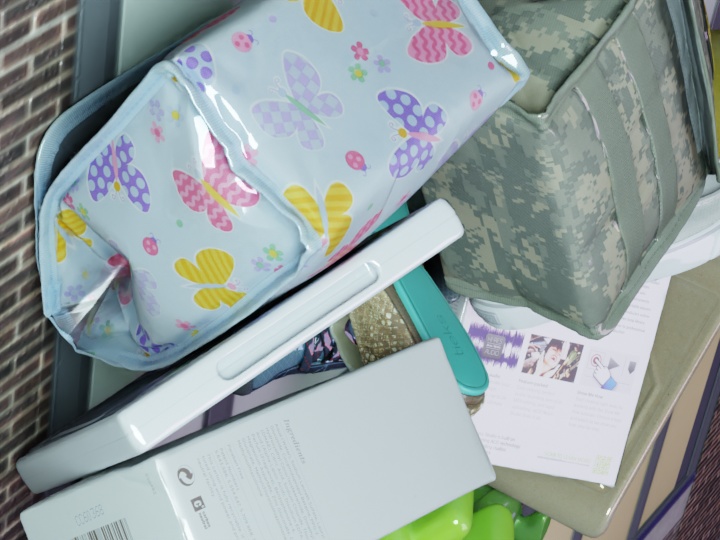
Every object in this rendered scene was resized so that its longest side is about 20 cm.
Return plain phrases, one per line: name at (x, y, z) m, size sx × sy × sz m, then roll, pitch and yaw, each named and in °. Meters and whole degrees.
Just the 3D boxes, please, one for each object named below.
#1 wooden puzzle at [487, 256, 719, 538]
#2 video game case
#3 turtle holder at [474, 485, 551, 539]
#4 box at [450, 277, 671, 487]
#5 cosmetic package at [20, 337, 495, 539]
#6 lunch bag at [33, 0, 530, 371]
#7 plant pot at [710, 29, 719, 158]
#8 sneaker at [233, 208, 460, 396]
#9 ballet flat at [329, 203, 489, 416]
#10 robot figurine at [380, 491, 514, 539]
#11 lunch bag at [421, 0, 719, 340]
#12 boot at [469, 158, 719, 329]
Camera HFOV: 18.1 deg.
wooden puzzle at (0.129, 0.051, 1.465) m, size 0.201 × 0.185 × 0.037 m, roll -61°, pitch 148°, yaw -6°
video game case at (-0.061, 0.038, 1.047) m, size 0.182 × 0.023 × 0.200 m, roll -34°, pitch -178°, yaw -23°
turtle holder at (0.036, 0.206, 1.513) m, size 0.141 × 0.131 × 0.186 m, roll -49°, pitch 156°, yaw -32°
box at (0.114, 0.021, 1.352) m, size 0.144 × 0.036 × 0.201 m, roll 13°, pitch 96°, yaw -30°
cosmetic package at (-0.044, 0.106, 1.060) m, size 0.200 × 0.081 × 0.113 m, roll -19°, pitch 176°, yaw -45°
lunch bag at (-0.052, -0.052, 1.018) m, size 0.169 × 0.127 × 0.200 m, roll -40°, pitch -179°, yaw -37°
plant pot at (0.208, -0.059, 1.538) m, size 0.142 × 0.200 × 0.201 m, roll -12°, pitch 128°, yaw -45°
sneaker at (-0.006, 0.014, 1.241) m, size 0.200 × 0.095 × 0.080 m, roll -38°, pitch 145°, yaw -48°
ballet flat at (0.000, 0.000, 1.174) m, size 0.065 × 0.201 × 0.070 m, roll -39°, pitch 148°, yaw 30°
robot figurine at (-0.002, 0.196, 1.374) m, size 0.200 × 0.176 × 0.116 m, roll -32°, pitch -156°, yaw 20°
lunch bag at (0.120, -0.095, 1.159) m, size 0.200 × 0.117 × 0.164 m, roll -51°, pitch 143°, yaw -29°
boot at (0.146, -0.045, 1.286) m, size 0.199 × 0.073 × 0.096 m, roll -25°, pitch 120°, yaw -24°
